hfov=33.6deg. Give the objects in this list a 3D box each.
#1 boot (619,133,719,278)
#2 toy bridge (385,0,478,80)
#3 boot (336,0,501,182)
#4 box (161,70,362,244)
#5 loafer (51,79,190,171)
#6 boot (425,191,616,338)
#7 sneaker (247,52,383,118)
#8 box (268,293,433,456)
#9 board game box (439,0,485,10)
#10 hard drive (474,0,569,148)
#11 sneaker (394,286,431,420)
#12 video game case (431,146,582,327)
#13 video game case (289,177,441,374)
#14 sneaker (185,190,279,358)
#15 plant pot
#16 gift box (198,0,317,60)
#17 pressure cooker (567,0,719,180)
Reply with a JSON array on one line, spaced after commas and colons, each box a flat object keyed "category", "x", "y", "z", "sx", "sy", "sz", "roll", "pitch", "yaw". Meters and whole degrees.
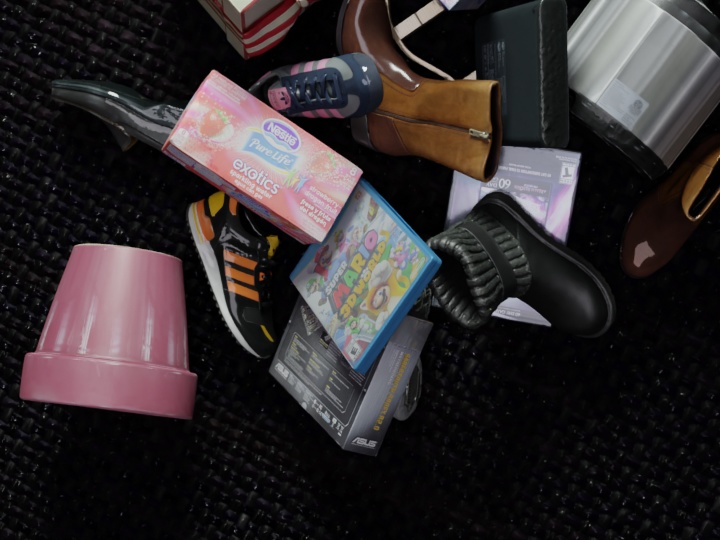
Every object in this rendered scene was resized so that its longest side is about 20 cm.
[{"category": "boot", "x": 0.343, "y": -0.061, "z": 1.241, "sx": 0.068, "sy": 0.200, "sz": 0.188, "roll": 43, "pitch": 101, "yaw": 1}, {"category": "toy bridge", "x": 0.064, "y": -0.282, "z": 1.342, "sx": 0.067, "sy": 0.027, "sz": 0.201, "roll": -32, "pitch": 93, "yaw": 11}, {"category": "boot", "x": 0.062, "y": -0.201, "z": 1.260, "sx": 0.199, "sy": 0.068, "sz": 0.191, "roll": 20, "pitch": 117, "yaw": 46}, {"category": "box", "x": -0.110, "y": -0.121, "z": 1.317, "sx": 0.199, "sy": 0.103, "sz": 0.095, "roll": 33, "pitch": 83, "yaw": -11}, {"category": "loafer", "x": -0.269, "y": -0.172, "z": 1.384, "sx": 0.198, "sy": 0.073, "sz": 0.073, "roll": 18, "pitch": 104, "yaw": 7}, {"category": "boot", "x": 0.168, "y": 0.021, "z": 1.276, "sx": 0.211, "sy": 0.158, "sz": 0.080, "roll": 41, "pitch": 126, "yaw": 5}, {"category": "sneaker", "x": -0.051, "y": -0.190, "z": 1.284, "sx": 0.081, "sy": 0.199, "sz": 0.071, "roll": -21, "pitch": 103, "yaw": -28}, {"category": "box", "x": -0.016, "y": 0.087, "z": 1.322, "sx": 0.048, "sy": 0.200, "sz": 0.160, "roll": 17, "pitch": 100, "yaw": -34}, {"category": "board game box", "x": 0.054, "y": -0.357, "z": 1.247, "sx": 0.041, "sy": 0.199, "sz": 0.200, "roll": -43, "pitch": 89, "yaw": 19}, {"category": "hard drive", "x": 0.163, "y": -0.199, "z": 1.230, "sx": 0.032, "sy": 0.200, "sz": 0.142, "roll": -4, "pitch": 98, "yaw": -11}, {"category": "sneaker", "x": 0.023, "y": 0.066, "z": 1.370, "sx": 0.098, "sy": 0.078, "sz": 0.203, "roll": 8, "pitch": 91, "yaw": 23}, {"category": "video game case", "x": 0.166, "y": -0.046, "z": 1.362, "sx": 0.141, "sy": 0.019, "sz": 0.203, "roll": 10, "pitch": 97, "yaw": 7}, {"category": "video game case", "x": 0.000, "y": 0.000, "z": 1.280, "sx": 0.018, "sy": 0.200, "sz": 0.144, "roll": 26, "pitch": 104, "yaw": -34}, {"category": "sneaker", "x": -0.127, "y": 0.000, "z": 1.383, "sx": 0.089, "sy": 0.070, "sz": 0.202, "roll": -23, "pitch": 91, "yaw": 13}, {"category": "plant pot", "x": -0.277, "y": 0.070, "z": 1.363, "sx": 0.197, "sy": 0.200, "sz": 0.182, "roll": 6, "pitch": 83, "yaw": 7}, {"category": "gift box", "x": -0.104, "y": -0.351, "z": 1.286, "sx": 0.184, "sy": 0.200, "sz": 0.187, "roll": -41, "pitch": 86, "yaw": -2}, {"category": "pressure cooker", "x": 0.301, "y": -0.217, "z": 1.236, "sx": 0.175, "sy": 0.179, "sz": 0.201, "roll": 30, "pitch": 100, "yaw": -38}]
